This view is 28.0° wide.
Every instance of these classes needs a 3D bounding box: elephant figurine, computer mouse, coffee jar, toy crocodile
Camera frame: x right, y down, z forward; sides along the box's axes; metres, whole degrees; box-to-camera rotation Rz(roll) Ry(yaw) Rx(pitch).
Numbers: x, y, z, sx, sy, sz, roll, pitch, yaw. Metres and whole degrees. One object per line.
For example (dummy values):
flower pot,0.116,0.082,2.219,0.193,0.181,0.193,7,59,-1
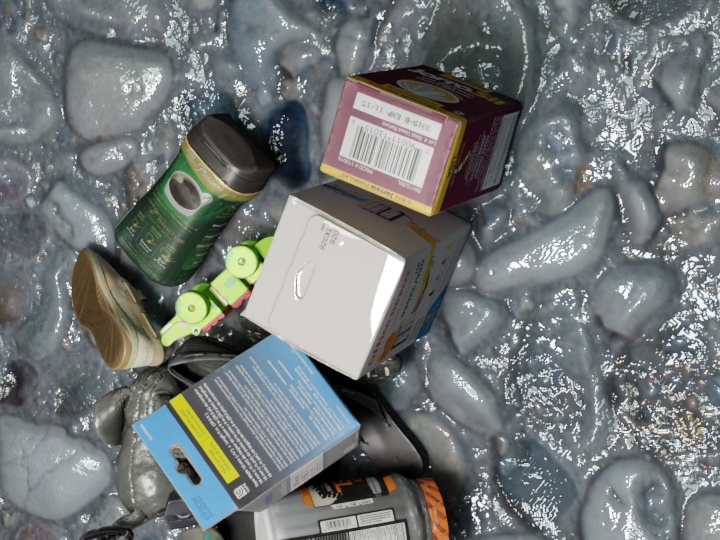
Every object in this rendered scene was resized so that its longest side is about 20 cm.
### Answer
elephant figurine,-0.244,0.178,1.702,0.141,0.155,0.201,-12,112,-8
computer mouse,-0.229,0.287,1.650,0.034,0.200,0.059,46,147,39
coffee jar,-0.190,-0.082,1.662,0.104,0.085,0.200,48,116,11
toy crocodile,-0.152,0.021,1.664,0.200,0.068,0.062,-42,90,11

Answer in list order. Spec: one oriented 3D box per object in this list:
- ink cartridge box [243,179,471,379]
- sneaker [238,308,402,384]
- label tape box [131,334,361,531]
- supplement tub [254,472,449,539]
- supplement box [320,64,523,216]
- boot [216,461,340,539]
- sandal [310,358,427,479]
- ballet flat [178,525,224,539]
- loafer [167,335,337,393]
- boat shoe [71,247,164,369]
ink cartridge box,0.000,0.000,1.531,0.144,0.200,0.148,28,111,16
sneaker,-0.039,0.066,1.629,0.200,0.079,0.074,22,153,22
label tape box,-0.121,0.175,1.544,0.200,0.063,0.144,-32,70,-17
supplement tub,-0.010,0.292,1.592,0.199,0.123,0.123,-7,100,-14
supplement box,0.067,-0.137,1.471,0.131,0.200,0.103,23,109,18
boot,-0.100,0.268,1.707,0.162,0.073,0.199,-15,97,28
sandal,-0.002,0.165,1.655,0.200,0.043,0.076,44,114,10
ballet flat,-0.200,0.346,1.747,0.067,0.200,0.064,17,67,-11
loafer,-0.124,0.129,1.639,0.200,0.070,0.068,16,117,18
boat shoe,-0.291,0.047,1.724,0.200,0.065,0.072,53,127,43
